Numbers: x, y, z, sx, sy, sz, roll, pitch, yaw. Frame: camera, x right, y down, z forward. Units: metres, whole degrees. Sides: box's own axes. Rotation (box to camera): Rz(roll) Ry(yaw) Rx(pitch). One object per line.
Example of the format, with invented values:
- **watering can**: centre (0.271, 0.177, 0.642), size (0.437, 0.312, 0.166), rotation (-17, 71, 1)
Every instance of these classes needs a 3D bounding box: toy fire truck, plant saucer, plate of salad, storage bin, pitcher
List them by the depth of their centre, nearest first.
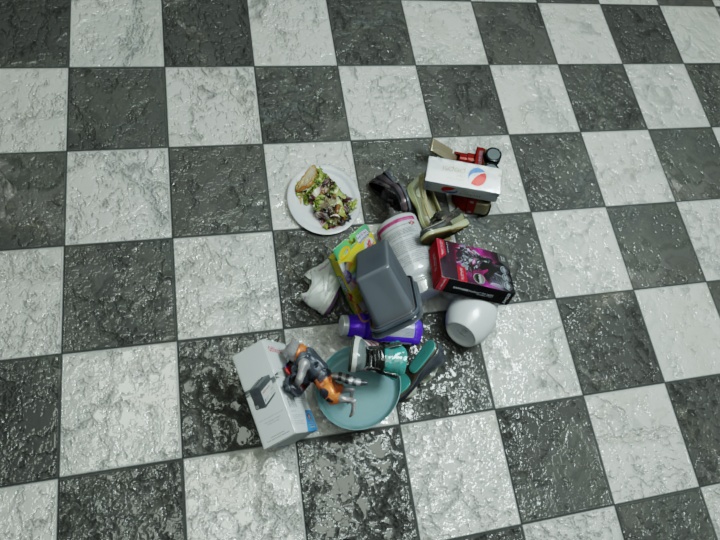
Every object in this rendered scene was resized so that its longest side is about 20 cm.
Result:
- **storage bin**: centre (0.043, 0.033, 1.308), size (0.142, 0.201, 0.137), rotation (-25, 110, 11)
- **plant saucer**: centre (-0.004, 0.266, 1.345), size (0.193, 0.028, 0.205), rotation (-3, 56, 5)
- **pitcher**: centre (0.268, 0.070, 1.463), size (0.170, 0.122, 0.201), rotation (36, 57, 3)
- **plate of salad**: centre (-0.092, -0.190, 1.533), size (0.193, 0.048, 0.207), rotation (5, 66, -10)
- **toy fire truck**: centre (0.274, -0.264, 1.610), size (0.193, 0.130, 0.181), rotation (12, 66, 7)

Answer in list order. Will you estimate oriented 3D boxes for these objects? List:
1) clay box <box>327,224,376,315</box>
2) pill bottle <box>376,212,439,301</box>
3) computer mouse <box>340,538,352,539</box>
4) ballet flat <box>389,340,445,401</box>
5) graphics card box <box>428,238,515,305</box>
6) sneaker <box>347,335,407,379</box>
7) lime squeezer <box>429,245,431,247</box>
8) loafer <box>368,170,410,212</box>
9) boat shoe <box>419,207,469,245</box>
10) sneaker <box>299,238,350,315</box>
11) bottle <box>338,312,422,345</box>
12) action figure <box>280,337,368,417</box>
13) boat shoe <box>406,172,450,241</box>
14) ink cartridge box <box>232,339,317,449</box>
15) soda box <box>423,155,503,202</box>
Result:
- **clay box**: centre (0.000, 0.000, 1.407), size (0.114, 0.047, 0.204), rotation (-38, 122, -24)
- **pill bottle**: centre (0.122, -0.028, 1.474), size (0.110, 0.114, 0.205), rotation (-15, 71, -17)
- **computer mouse**: centre (0.008, 0.644, 1.205), size (0.136, 0.053, 0.203), rotation (-30, 76, -20)
- **ballet flat**: centre (0.122, 0.250, 1.372), size (0.200, 0.073, 0.073), rotation (-46, 80, 3)
- **graphics card box**: centre (0.263, 0.003, 1.410), size (0.194, 0.051, 0.128), rotation (14, 45, -14)
- **sneaker**: centre (0.040, 0.189, 1.269), size (0.117, 0.200, 0.087), rotation (8, 88, 9)
- **lime squeezer**: centre (0.202, -0.034, 1.509), size (0.037, 0.071, 0.203), rotation (-30, 47, 6)
- **loafer**: centre (0.074, -0.194, 1.521), size (0.061, 0.074, 0.201), rotation (-19, 32, -6)
- **boat shoe**: centre (0.200, -0.114, 1.474), size (0.198, 0.073, 0.066), rotation (-18, 77, -53)
- **sneaker**: centre (-0.080, 0.001, 1.441), size (0.097, 0.075, 0.204), rotation (25, 65, -1)
- **bottle**: centre (0.046, 0.135, 1.395), size (0.193, 0.083, 0.068), rotation (6, 96, -18)
- **action figure**: centre (-0.084, 0.214, 1.276), size (0.192, 0.200, 0.106), rotation (38, 102, -4)
- **boat shoe**: centre (0.189, -0.158, 1.558), size (0.072, 0.063, 0.205), rotation (3, 58, -46)
- **ink cartridge box**: centre (-0.180, 0.263, 1.265), size (0.082, 0.145, 0.205), rotation (-26, 73, 8)
- **soda box**: centre (0.261, -0.233, 1.519), size (0.193, 0.064, 0.070), rotation (11, 78, 3)
